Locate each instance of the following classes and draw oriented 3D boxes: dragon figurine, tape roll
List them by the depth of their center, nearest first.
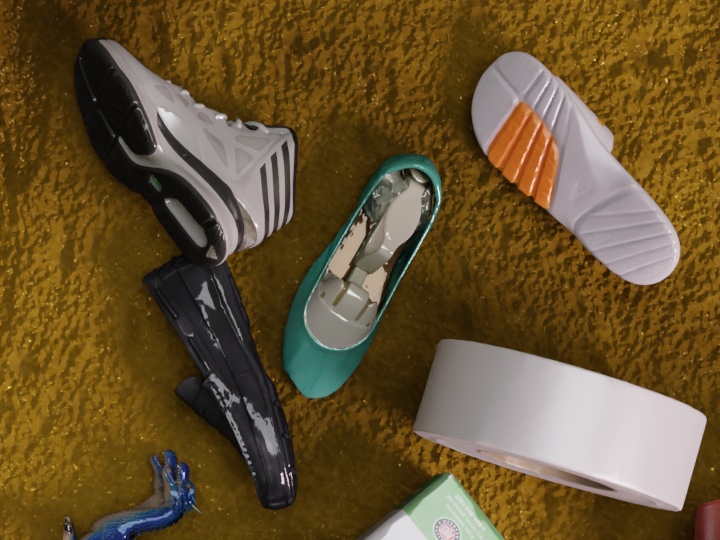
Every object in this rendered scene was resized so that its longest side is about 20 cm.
[{"bbox_3d":[0.142,0.111,1.603,0.202,0.202,0.071,17,83,-5],"label":"tape roll"},{"bbox_3d":[-0.167,0.228,1.625,0.099,0.059,0.201,4,83,-6],"label":"dragon figurine"}]

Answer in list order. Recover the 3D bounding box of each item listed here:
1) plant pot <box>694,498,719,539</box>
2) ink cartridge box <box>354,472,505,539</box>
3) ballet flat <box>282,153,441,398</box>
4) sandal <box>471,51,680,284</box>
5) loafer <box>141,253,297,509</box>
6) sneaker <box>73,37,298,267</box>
[{"bbox_3d":[0.321,0.263,1.624,0.200,0.201,0.196,0,76,-7],"label":"plant pot"},{"bbox_3d":[0.027,0.264,1.631,0.200,0.088,0.145,-39,89,-10],"label":"ink cartridge box"},{"bbox_3d":[0.000,0.000,1.660,0.067,0.070,0.201,28,83,-4],"label":"ballet flat"},{"bbox_3d":[0.163,-0.073,1.691,0.079,0.059,0.207,-43,80,20],"label":"sandal"},{"bbox_3d":[-0.101,0.083,1.644,0.070,0.068,0.201,-21,82,-1],"label":"loafer"},{"bbox_3d":[-0.121,-0.098,1.666,0.115,0.076,0.201,-24,70,-38],"label":"sneaker"}]
